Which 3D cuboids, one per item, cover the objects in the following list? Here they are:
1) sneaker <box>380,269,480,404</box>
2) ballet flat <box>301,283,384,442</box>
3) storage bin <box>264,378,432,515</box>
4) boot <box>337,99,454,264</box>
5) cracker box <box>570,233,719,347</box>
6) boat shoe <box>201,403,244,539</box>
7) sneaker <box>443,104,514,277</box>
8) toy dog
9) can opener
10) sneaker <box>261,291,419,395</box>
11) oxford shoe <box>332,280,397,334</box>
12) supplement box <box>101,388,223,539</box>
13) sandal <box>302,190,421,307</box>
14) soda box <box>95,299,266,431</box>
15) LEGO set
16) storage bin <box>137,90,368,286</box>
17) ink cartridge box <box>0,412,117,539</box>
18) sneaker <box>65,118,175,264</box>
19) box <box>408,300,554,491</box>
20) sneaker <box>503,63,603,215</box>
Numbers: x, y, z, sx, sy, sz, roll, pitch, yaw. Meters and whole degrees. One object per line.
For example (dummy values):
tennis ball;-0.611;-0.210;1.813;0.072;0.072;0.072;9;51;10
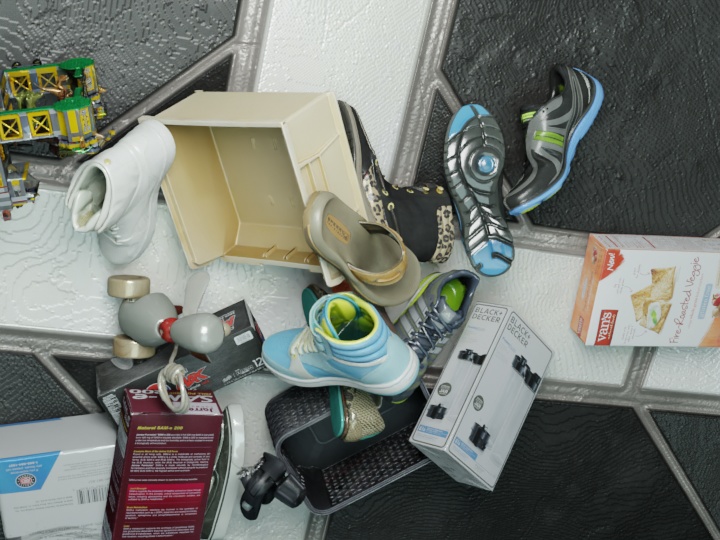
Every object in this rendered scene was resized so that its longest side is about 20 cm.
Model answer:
sneaker;0.075;0.068;1.359;0.074;0.081;0.200;37;59;-9
ballet flat;-0.014;0.107;1.369;0.075;0.201;0.068;-5;153;-22
storage bin;-0.005;0.195;1.446;0.199;0.094;0.136;-27;118;0
boot;0.028;-0.092;1.324;0.150;0.201;0.073;0;159;-45
cracker box;0.380;0.027;1.483;0.199;0.058;0.135;1;113;-14
boat shoe;-0.186;0.255;1.441;0.063;0.071;0.201;6;114;-18
sneaker;0.134;-0.094;1.364;0.073;0.082;0.201;-7;96;-3
toy dog;-0.204;0.060;1.297;0.096;0.200;0.133;-9;123;-42
can opener;-0.122;0.276;1.414;0.063;0.200;0.079;-36;82;-25
sneaker;-0.043;0.068;1.263;0.199;0.080;0.131;2;145;31
oxford shoe;0.000;0.000;1.330;0.073;0.071;0.201;-26;84;-21
supplement box;-0.232;0.238;1.342;0.108;0.061;0.201;4;113;-23
sandal;0.013;-0.020;1.182;0.054;0.081;0.200;-5;153;33
soda box;-0.210;0.113;1.368;0.199;0.071;0.064;-24;121;-1
LEGO set;-0.321;-0.129;1.163;0.153;0.200;0.116;-12;119;-14
storage bin;-0.107;-0.086;1.228;0.094;0.199;0.199;-42;127;-43
ink cartridge box;-0.358;0.284;1.404;0.144;0.084;0.201;-6;115;-13
sneaker;-0.270;-0.063;1.221;0.074;0.116;0.200;37;135;12
box;0.152;0.152;1.419;0.117;0.060;0.201;44;65;-37
sneaker;0.208;-0.150;1.330;0.082;0.071;0.200;31;73;-14
